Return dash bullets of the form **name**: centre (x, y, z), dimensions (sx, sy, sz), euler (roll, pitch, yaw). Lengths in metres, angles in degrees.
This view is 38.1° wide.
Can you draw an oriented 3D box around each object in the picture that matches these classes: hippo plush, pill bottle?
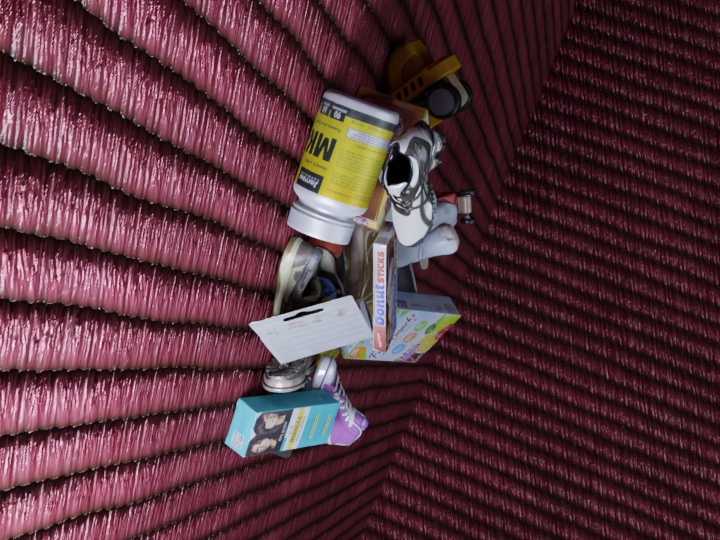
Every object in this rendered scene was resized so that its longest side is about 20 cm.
- **hippo plush**: centre (0.065, -0.094, 1.812), dimensions (0.199, 0.160, 0.161), euler (-27, 144, 4)
- **pill bottle**: centre (-0.028, -0.146, 1.481), dimensions (0.114, 0.114, 0.201), euler (-16, 127, -74)

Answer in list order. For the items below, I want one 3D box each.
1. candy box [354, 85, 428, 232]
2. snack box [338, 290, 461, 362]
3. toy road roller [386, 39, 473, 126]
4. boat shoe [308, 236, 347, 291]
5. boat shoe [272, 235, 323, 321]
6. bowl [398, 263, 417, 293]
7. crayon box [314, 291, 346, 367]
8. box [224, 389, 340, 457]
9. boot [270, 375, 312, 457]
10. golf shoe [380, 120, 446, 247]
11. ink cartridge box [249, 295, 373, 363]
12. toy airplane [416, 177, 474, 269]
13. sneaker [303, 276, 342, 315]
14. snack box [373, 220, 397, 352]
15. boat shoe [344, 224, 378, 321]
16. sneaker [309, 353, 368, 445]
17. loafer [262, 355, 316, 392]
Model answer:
- **candy box**: centre (0.015, -0.172, 1.609), dimensions (0.056, 0.116, 0.201), euler (64, 48, -74)
- **snack box**: centre (0.069, 0.103, 1.897), dimensions (0.200, 0.053, 0.142), euler (9, 131, -46)
- **toy road roller**: centre (0.081, -0.294, 1.748), dimensions (0.200, 0.146, 0.123), euler (-33, -178, 23)
- **boat shoe**: centre (-0.055, -0.014, 1.702), dimensions (0.200, 0.071, 0.063), euler (85, 21, -65)
- **boat shoe**: centre (-0.093, 0.031, 1.615), dimensions (0.200, 0.065, 0.073), euler (97, 17, -52)
- **bowl**: centre (0.039, 0.027, 2.014), dimensions (0.201, 0.090, 0.202), euler (168, -90, -78)
- **crayon box**: centre (-0.058, 0.087, 1.893), dimensions (0.127, 0.051, 0.201), euler (-42, 151, -62)
- **box**: centre (-0.125, 0.248, 1.711), dimensions (0.200, 0.049, 0.083), euler (1, 113, -50)
- **boot**: centre (-0.122, 0.229, 1.869), dimensions (0.200, 0.070, 0.132), euler (109, 4, -46)
- **golf shoe**: centre (0.062, -0.118, 1.525), dimensions (0.094, 0.078, 0.201), euler (-25, 131, -41)
- **ink cartridge box**: centre (-0.073, 0.074, 1.593), dimensions (0.200, 0.162, 0.057), euler (66, 9, -62)
- **toy airplane**: centre (0.126, -0.130, 2.161), dimensions (0.199, 0.141, 0.200), euler (43, 74, -36)
- **sneaker**: centre (-0.053, 0.061, 1.725), dimensions (0.200, 0.082, 0.071), euler (113, -22, -67)
- **snack box**: centre (0.039, 0.027, 1.633), dimensions (0.072, 0.024, 0.201), euler (-63, 157, -54)
- **boat shoe**: centre (0.000, 0.000, 1.759), dimensions (0.074, 0.069, 0.201), euler (-22, 125, -43)
- **sneaker**: centre (-0.035, 0.233, 1.851), dimensions (0.073, 0.114, 0.201), euler (-73, 174, -48)
- **loafer**: centre (-0.118, 0.152, 1.742), dimensions (0.200, 0.072, 0.063), euler (-39, 133, -77)
